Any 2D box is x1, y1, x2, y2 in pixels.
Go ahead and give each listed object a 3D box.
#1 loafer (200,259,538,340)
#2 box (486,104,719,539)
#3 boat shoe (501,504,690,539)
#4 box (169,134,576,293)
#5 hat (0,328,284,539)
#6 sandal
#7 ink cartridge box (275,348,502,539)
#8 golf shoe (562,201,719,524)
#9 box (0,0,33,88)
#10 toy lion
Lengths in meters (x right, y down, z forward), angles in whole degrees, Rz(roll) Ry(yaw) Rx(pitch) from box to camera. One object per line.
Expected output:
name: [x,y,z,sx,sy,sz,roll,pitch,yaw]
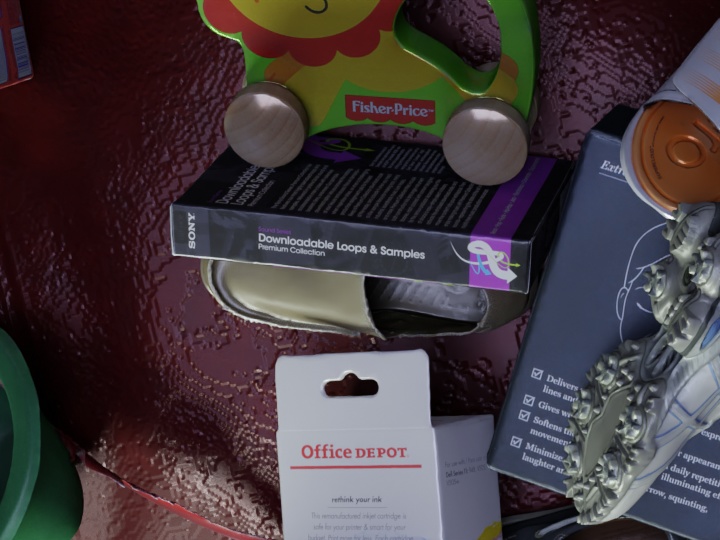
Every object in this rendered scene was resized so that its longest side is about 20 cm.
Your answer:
loafer: [0.000,0.000,1.430,0.199,0.067,0.076,1,101,14]
box: [0.173,0.029,1.373,0.148,0.107,0.201,19,106,10]
boat shoe: [0.103,0.179,1.443,0.199,0.068,0.072,-24,96,20]
box: [0.009,-0.035,1.381,0.199,0.143,0.036,8,112,13]
hat: [-0.187,0.136,1.531,0.166,0.176,0.200,-51,49,19]
sandal: [0.212,-0.107,1.301,0.079,0.207,0.059,38,153,19]
ink cartridge box: [0.018,0.144,1.428,0.117,0.067,0.201,-3,91,36]
golf shoe: [0.175,0.059,1.285,0.097,0.078,0.200,10,128,-23]
box: [-0.265,-0.195,1.438,0.094,0.103,0.201,-7,100,15]
toy lion: [-0.002,-0.150,1.351,0.199,0.069,0.192,6,122,10]
